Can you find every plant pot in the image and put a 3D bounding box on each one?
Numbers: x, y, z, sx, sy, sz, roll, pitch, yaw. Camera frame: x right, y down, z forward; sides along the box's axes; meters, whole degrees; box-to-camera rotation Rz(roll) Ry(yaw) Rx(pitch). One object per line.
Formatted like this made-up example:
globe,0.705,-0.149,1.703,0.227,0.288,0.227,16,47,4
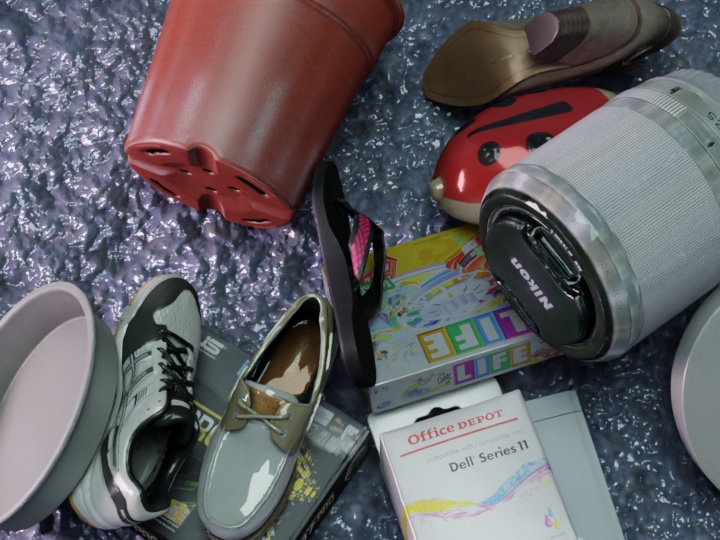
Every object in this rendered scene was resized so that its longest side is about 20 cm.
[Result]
plant pot,-0.089,-0.153,1.523,0.199,0.201,0.197,18,74,10

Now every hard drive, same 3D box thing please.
hard drive,0.131,0.200,1.426,0.131,0.027,0.201,-13,65,-5

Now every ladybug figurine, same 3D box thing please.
ladybug figurine,0.147,-0.097,1.524,0.199,0.072,0.136,-18,38,-18

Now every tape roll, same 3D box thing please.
tape roll,0.334,0.088,1.410,0.201,0.037,0.205,-1,101,-5

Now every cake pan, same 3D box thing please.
cake pan,-0.248,0.107,1.408,0.037,0.199,0.202,29,58,-34

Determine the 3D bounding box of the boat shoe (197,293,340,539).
boat shoe,-0.071,0.106,1.399,0.074,0.069,0.201,16,63,8

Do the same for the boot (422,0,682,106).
boot,0.167,-0.181,1.576,0.145,0.199,0.071,-4,83,-39

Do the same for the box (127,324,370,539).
box,-0.116,0.142,1.446,0.199,0.049,0.162,31,65,15

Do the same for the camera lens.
camera lens,0.200,-0.040,1.399,0.199,0.160,0.160,-33,67,-22

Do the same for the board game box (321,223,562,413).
board game box,0.083,0.026,1.488,0.198,0.034,0.135,-17,48,-7

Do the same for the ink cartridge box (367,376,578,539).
ink cartridge box,0.084,0.167,1.391,0.116,0.067,0.201,-17,64,-7

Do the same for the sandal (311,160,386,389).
sandal,0.000,0.000,1.450,0.045,0.075,0.201,-19,54,11

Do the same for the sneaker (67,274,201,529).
sneaker,-0.144,0.097,1.385,0.087,0.075,0.202,-8,60,46
